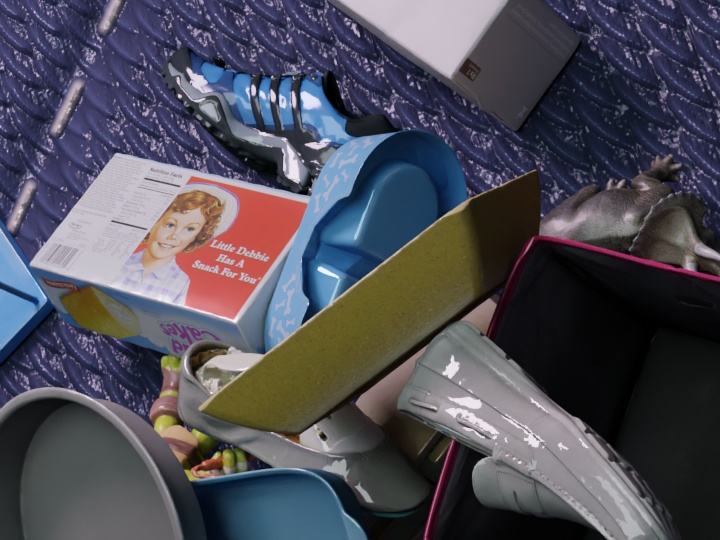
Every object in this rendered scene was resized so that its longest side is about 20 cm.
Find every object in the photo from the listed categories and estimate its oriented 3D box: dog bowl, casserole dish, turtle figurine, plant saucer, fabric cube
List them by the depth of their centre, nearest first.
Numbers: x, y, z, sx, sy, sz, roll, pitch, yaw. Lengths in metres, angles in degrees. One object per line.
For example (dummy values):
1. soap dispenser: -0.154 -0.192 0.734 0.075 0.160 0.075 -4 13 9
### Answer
1. fabric cube: 0.188 0.115 1.367 0.199 0.199 0.198 16 83 33
2. plant saucer: 0.021 0.026 1.383 0.200 0.200 0.049 -38 87 18
3. casserole dish: -0.063 0.182 1.461 0.199 0.039 0.122 -13 94 35
4. dog bowl: 0.000 0.000 1.575 0.049 0.111 0.202 13 81 46
5. turtle figurine: -0.118 0.125 1.585 0.198 0.065 0.162 -7 33 29

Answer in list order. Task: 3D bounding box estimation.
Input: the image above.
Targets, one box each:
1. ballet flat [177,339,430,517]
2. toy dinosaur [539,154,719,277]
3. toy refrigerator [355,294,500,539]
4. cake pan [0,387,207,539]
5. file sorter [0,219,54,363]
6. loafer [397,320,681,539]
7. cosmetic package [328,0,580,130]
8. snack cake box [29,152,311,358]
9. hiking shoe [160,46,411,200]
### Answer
1. ballet flat: -0.041 0.095 1.489 0.199 0.067 0.064 21 123 34
2. toy dinosaur: 0.154 -0.027 1.487 0.198 0.102 0.078 -1 100 29
3. toy refrigerator: 0.041 0.108 1.531 0.070 0.076 0.200 42 96 34
4. cake pan: -0.169 0.169 1.487 0.199 0.037 0.202 11 108 39
5. file sorter: -0.359 0.033 1.767 0.200 0.123 0.139 -45 58 10
6. loafer: 0.094 0.105 1.266 0.070 0.070 0.200 -49 47 1
7. cosmetic package: 0.043 -0.190 1.612 0.200 0.107 0.091 35 92 33
8. snack cake box: -0.118 -0.005 1.642 0.199 0.067 0.115 14 56 36
9. hiking shoe: -0.054 -0.111 1.672 0.199 0.074 0.087 36 86 24
